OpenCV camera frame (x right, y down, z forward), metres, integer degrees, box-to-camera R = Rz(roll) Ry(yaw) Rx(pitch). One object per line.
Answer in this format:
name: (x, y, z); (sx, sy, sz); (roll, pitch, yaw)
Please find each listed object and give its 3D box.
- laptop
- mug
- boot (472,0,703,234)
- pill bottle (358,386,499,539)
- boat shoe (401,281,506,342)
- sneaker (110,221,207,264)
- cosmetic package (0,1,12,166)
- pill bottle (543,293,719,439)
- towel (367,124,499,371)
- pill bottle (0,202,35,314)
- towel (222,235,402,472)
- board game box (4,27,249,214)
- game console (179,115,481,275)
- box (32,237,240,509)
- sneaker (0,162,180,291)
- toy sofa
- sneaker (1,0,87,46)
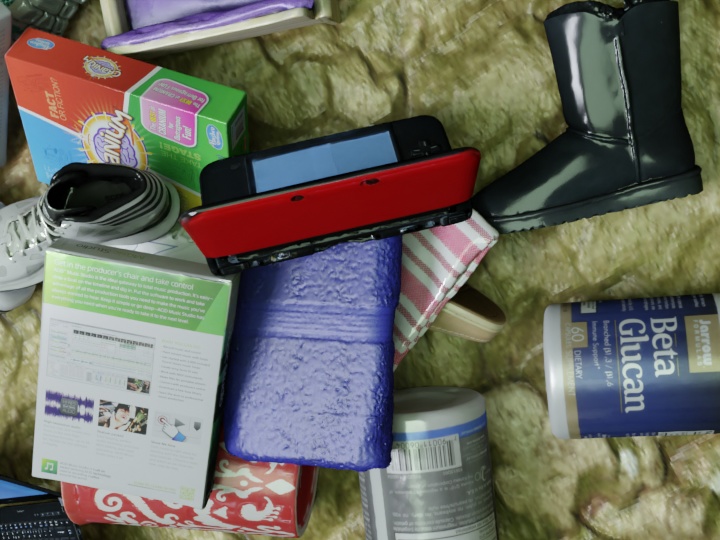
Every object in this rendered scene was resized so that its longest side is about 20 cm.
laptop: (-0.340, 0.254, 0.984); (0.177, 0.103, 0.200); (-15, 92, 44)
mug: (-0.144, 0.157, 0.936); (0.200, 0.178, 0.133); (6, 56, 8)
boot: (0.167, -0.126, 0.872); (0.200, 0.076, 0.168); (-13, 97, 7)
pill bottle: (0.059, 0.207, 0.917); (0.114, 0.114, 0.200); (-5, 96, 13)
boat shoe: (0.026, 0.029, 0.931); (0.200, 0.071, 0.065); (19, 105, 20)
sneaker: (-0.175, -0.016, 0.943); (0.200, 0.075, 0.087); (-7, 109, 23)
cosmetic package: (-0.357, -0.148, 0.912); (0.071, 0.101, 0.200); (41, 143, 10)
pill bottle: (0.250, 0.075, 0.860); (0.200, 0.111, 0.111); (-5, 95, 13)
towel: (0.000, 0.000, 0.885); (0.146, 0.030, 0.200); (42, 103, 17)
pill bottle: (-0.412, 0.014, 1.002); (0.200, 0.112, 0.112); (-22, 91, 15)
towel: (-0.037, 0.054, 0.861); (0.148, 0.050, 0.200); (2, 88, 22)
board game box: (-0.193, -0.112, 0.929); (0.200, 0.040, 0.153); (18, 143, 11)
game console: (-0.026, -0.076, 0.781); (0.200, 0.172, 0.119); (-12, 136, -1)
box: (-0.177, 0.082, 0.847); (0.144, 0.036, 0.200); (11, 111, 2)
sneaker: (-0.255, -0.046, 0.871); (0.200, 0.115, 0.076); (-18, 76, 4)
toy sofa: (-0.123, -0.234, 0.916); (0.200, 0.098, 0.083); (-9, 95, 14)
sneaker: (-0.302, -0.254, 0.977); (0.200, 0.078, 0.091); (-40, 64, 17)
